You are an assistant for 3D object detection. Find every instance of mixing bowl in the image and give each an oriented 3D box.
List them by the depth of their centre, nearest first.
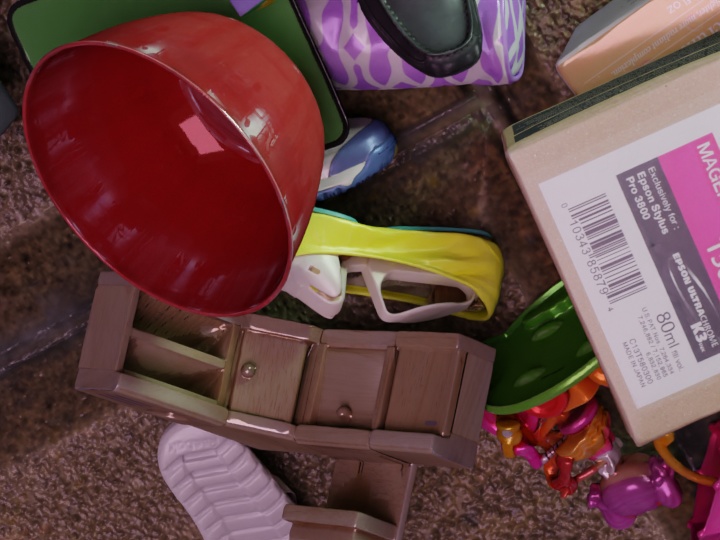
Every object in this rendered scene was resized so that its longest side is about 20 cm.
[{"bbox_3d":[-0.097,-0.082,1.581,0.199,0.108,0.201,23,138,23],"label":"mixing bowl"}]

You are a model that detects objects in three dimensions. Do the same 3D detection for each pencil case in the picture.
[{"bbox_3d":[0.009,-0.158,1.654,0.199,0.084,0.086,1,72,11],"label":"pencil case"}]

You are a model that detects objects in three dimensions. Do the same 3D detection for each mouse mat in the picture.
[{"bbox_3d":[-0.118,-0.127,1.651,0.199,0.008,0.162,-18,105,25],"label":"mouse mat"}]

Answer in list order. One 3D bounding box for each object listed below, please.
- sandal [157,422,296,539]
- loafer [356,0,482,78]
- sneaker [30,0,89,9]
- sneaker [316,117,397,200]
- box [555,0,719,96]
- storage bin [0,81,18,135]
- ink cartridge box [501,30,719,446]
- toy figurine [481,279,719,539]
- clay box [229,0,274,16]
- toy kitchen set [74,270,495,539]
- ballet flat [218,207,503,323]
[{"bbox_3d":[-0.075,0.176,1.804,0.082,0.050,0.203,-23,115,3],"label":"sandal"},{"bbox_3d":[0.018,-0.208,1.587,0.068,0.070,0.201,-23,65,-6],"label":"loafer"},{"bbox_3d":[-0.184,-0.183,1.692,0.199,0.075,0.087,0,114,13],"label":"sneaker"},{"bbox_3d":[-0.077,-0.088,1.697,0.199,0.075,0.089,-8,107,14],"label":"sneaker"},{"bbox_3d":[0.244,-0.103,1.603,0.152,0.106,0.200,-36,98,21],"label":"box"},{"bbox_3d":[-0.323,-0.119,1.707,0.199,0.146,0.135,-17,118,44],"label":"storage bin"},{"bbox_3d":[0.196,-0.021,1.527,0.164,0.075,0.201,-24,100,7],"label":"ink cartridge box"},{"bbox_3d":[0.169,0.112,1.692,0.200,0.150,0.184,-29,110,32],"label":"toy figurine"},{"bbox_3d":[-0.022,-0.254,1.534,0.200,0.048,0.115,-34,91,29],"label":"clay box"},{"bbox_3d":[-0.054,0.104,1.638,0.199,0.180,0.164,0,74,44],"label":"toy kitchen set"},{"bbox_3d":[0.000,0.000,1.677,0.199,0.067,0.067,6,152,-15],"label":"ballet flat"}]
